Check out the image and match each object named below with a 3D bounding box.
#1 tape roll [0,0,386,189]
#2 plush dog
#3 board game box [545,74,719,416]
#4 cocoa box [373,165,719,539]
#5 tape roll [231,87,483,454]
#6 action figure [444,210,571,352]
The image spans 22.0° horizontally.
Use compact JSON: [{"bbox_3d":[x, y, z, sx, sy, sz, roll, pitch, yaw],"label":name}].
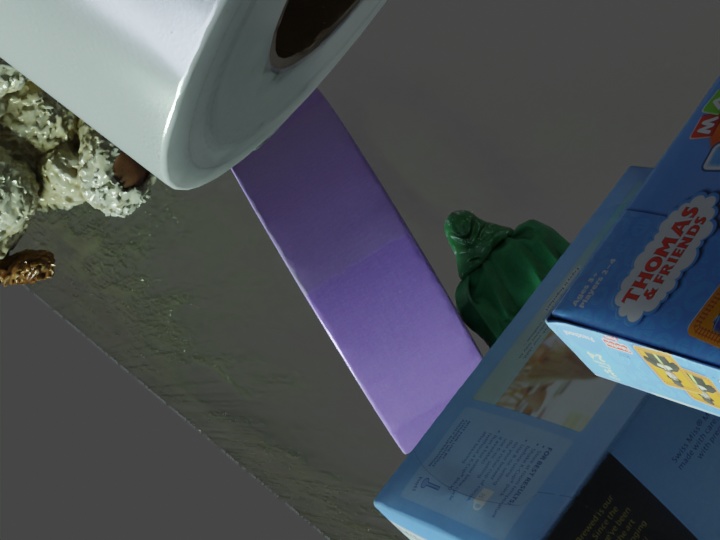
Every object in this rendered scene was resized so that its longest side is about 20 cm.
[{"bbox_3d":[-0.048,-0.144,0.543,0.139,0.203,0.203,36,167,6],"label":"tape roll"},{"bbox_3d":[-0.283,-0.084,1.426,0.200,0.172,0.160,43,166,-24],"label":"plush dog"},{"bbox_3d":[0.161,-0.018,0.513,0.037,0.152,0.200,44,166,-31],"label":"board game box"},{"bbox_3d":[0.131,0.072,0.784,0.131,0.200,0.133,44,166,-22],"label":"cocoa box"},{"bbox_3d":[0.000,0.000,1.029,0.201,0.065,0.200,59,180,-1],"label":"tape roll"},{"bbox_3d":[0.114,0.044,0.997,0.200,0.118,0.055,50,177,-10],"label":"action figure"}]
